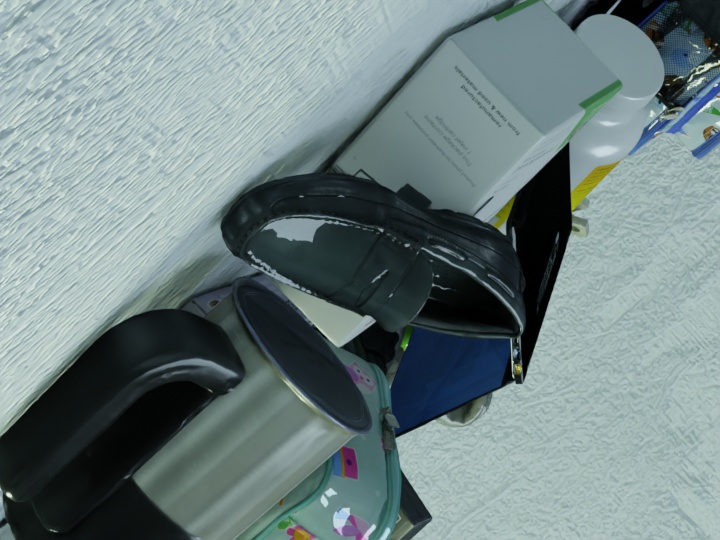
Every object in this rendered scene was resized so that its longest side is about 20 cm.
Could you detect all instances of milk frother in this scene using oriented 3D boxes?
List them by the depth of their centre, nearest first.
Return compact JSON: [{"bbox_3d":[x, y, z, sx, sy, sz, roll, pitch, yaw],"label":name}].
[{"bbox_3d":[-0.086,0.135,1.183,0.188,0.200,0.180,-42,162,12],"label":"milk frother"}]

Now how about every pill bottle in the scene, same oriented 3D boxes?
[{"bbox_3d":[0.141,-0.102,1.576,0.104,0.104,0.200,-39,174,-40],"label":"pill bottle"}]

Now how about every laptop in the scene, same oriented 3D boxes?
[{"bbox_3d":[0.074,-0.005,1.470,0.187,0.116,0.200,-67,157,-52],"label":"laptop"}]

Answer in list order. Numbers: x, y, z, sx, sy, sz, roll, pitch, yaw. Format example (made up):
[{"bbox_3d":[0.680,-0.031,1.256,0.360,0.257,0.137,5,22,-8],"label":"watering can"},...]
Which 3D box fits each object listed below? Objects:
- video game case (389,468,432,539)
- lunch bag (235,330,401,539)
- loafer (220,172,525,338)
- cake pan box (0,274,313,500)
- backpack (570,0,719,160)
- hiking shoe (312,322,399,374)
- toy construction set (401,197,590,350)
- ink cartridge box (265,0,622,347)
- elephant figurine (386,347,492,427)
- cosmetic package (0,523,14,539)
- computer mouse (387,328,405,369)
[{"bbox_3d":[-0.060,0.142,1.500,0.025,0.200,0.181,-14,154,-50],"label":"video game case"},{"bbox_3d":[-0.056,0.139,1.338,0.200,0.077,0.160,-42,-150,28],"label":"lunch bag"},{"bbox_3d":[0.014,-0.003,1.169,0.200,0.070,0.068,13,132,-39],"label":"loafer"},{"bbox_3d":[-0.124,0.084,1.381,0.184,0.052,0.200,-43,175,15],"label":"cake pan box"},{"bbox_3d":[0.254,-0.178,1.642,0.190,0.154,0.200,-33,-173,48],"label":"backpack"},{"bbox_3d":[0.000,0.000,1.544,0.087,0.074,0.200,-6,-140,40],"label":"hiking shoe"},{"bbox_3d":[0.096,0.005,1.708,0.200,0.092,0.131,-51,180,-20],"label":"toy construction set"},{"bbox_3d":[0.046,-0.060,1.297,0.200,0.084,0.146,-47,173,30],"label":"ink cartridge box"},{"bbox_3d":[0.057,0.072,1.849,0.200,0.142,0.155,-12,160,-27],"label":"elephant figurine"},{"bbox_3d":[-0.241,0.288,1.492,0.167,0.166,0.200,-36,171,-50],"label":"cosmetic package"},{"bbox_3d":[-0.007,0.080,1.717,0.034,0.059,0.200,-8,142,-25],"label":"computer mouse"}]
